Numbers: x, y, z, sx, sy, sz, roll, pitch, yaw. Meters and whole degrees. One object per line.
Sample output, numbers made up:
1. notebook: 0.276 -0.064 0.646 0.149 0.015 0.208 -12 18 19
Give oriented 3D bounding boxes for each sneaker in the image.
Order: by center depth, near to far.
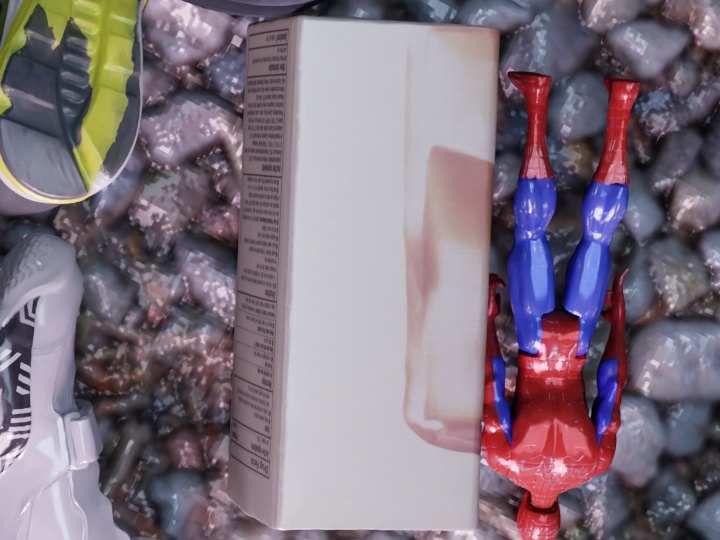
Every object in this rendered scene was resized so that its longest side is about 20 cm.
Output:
1. sneaker: -0.117 -0.112 1.108 0.074 0.085 0.200 25 65 -21
2. sneaker: -0.113 0.089 1.119 0.115 0.075 0.200 13 95 -16

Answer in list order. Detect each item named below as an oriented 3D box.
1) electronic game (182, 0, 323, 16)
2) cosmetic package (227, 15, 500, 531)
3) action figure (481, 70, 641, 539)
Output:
1. electronic game: -0.068 -0.188 1.085 0.200 0.042 0.200 23 52 -32
2. cosmetic package: 0.000 0.000 1.129 0.087 0.103 0.200 2 94 -14
3. action figure: 0.083 0.018 1.181 0.065 0.052 0.200 3 97 -10
